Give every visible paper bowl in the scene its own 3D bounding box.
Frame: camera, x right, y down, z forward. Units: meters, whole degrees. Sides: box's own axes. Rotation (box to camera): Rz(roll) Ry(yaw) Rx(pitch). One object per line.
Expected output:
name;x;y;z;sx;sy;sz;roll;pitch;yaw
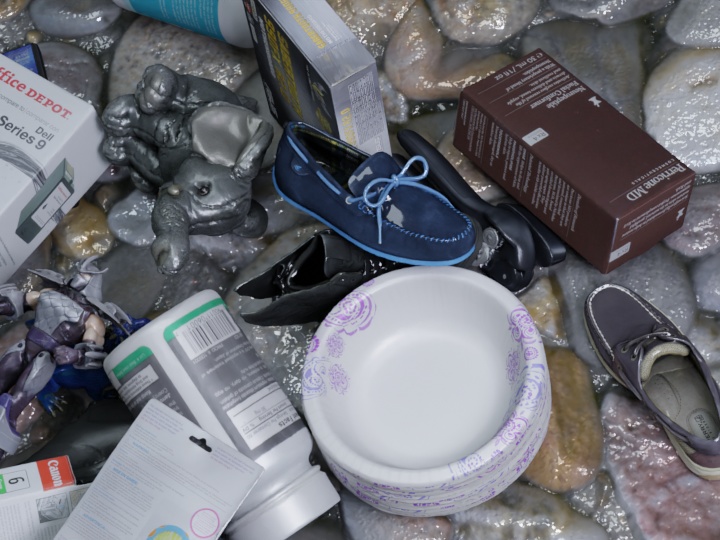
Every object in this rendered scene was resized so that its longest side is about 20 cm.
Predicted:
paper bowl;0.057;0.105;1.617;0.199;0.105;0.202;-5;59;9

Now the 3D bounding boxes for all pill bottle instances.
pill bottle;-0.109;0.126;1.590;0.113;0.113;0.201;-33;86;-9
pill bottle;-0.138;-0.278;1.885;0.199;0.111;0.111;21;66;23

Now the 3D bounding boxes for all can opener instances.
can opener;0.089;-0.052;1.741;0.200;0.078;0.064;39;112;32

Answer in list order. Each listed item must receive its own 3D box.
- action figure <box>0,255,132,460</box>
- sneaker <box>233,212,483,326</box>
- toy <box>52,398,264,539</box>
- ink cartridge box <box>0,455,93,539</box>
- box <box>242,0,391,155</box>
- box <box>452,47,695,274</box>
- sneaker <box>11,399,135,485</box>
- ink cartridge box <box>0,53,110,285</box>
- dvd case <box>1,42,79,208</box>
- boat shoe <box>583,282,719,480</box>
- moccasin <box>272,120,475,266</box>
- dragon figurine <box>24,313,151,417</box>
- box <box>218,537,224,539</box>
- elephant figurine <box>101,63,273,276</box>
action figure;-0.270;0.072;1.632;0.130;0.069;0.201;24;77;42
sneaker;-0.001;-0.003;1.674;0.199;0.104;0.060;-29;57;18
toy;-0.169;0.212;1.514;0.115;0.047;0.201;29;73;23
ink cartridge box;-0.259;0.212;1.604;0.198;0.110;0.050;-12;28;-13
box;-0.036;-0.159;1.740;0.048;0.200;0.159;-30;59;-12
box;0.182;-0.097;1.717;0.100;0.075;0.200;-30;58;-29
sneaker;-0.229;0.159;1.674;0.199;0.076;0.091;-17;51;-9
ink cartridge box;-0.343;-0.087;1.808;0.145;0.084;0.200;29;68;25
dvd case;-0.354;-0.119;1.891;0.142;0.018;0.201;-19;57;-1
boat shoe;0.247;0.079;1.615;0.072;0.065;0.201;-28;57;-4
moccasin;0.005;-0.064;1.635;0.199;0.069;0.080;22;39;25
dragon figurine;-0.259;0.077;1.704;0.198;0.100;0.059;-1;59;11
box;-0.114;0.316;1.527;0.199;0.104;0.183;26;69;25
elephant figurine;-0.135;-0.080;1.758;0.155;0.141;0.200;-43;53;2
